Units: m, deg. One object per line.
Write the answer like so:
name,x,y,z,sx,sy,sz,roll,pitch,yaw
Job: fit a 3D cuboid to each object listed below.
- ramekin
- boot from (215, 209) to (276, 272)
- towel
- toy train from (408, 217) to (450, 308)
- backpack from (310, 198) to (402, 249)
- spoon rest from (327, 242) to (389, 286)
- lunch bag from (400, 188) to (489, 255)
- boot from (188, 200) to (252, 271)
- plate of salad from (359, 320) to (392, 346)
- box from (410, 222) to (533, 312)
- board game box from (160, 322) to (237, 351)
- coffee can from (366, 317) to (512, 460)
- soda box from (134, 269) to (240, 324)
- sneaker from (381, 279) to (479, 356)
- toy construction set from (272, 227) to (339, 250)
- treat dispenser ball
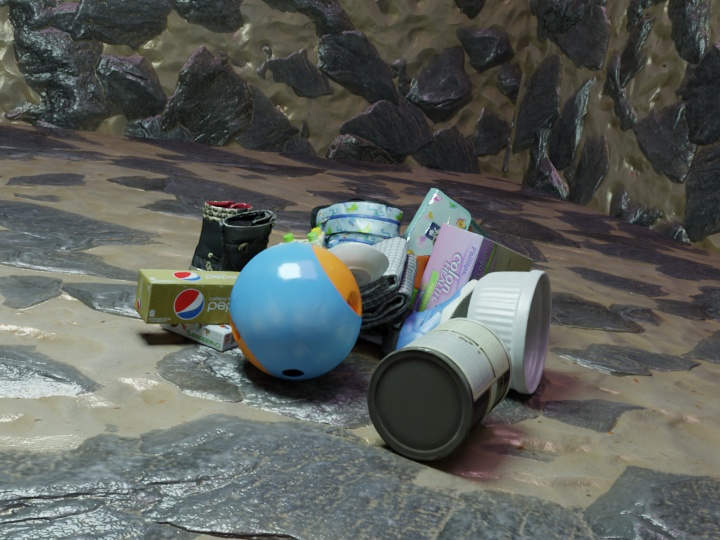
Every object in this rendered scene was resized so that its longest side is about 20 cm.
ramekin,0.244,0.096,1.442,0.104,0.204,0.200,7,12,24
boot,-0.185,-0.038,1.631,0.198,0.176,0.070,-9,47,-34
towel,0.002,0.040,1.505,0.198,0.086,0.166,-27,20,20
toy train,0.095,-0.022,1.668,0.114,0.203,0.084,18,-6,-21
backpack,0.005,-0.084,1.775,0.161,0.156,0.199,17,-25,-29
spoon rest,-0.040,0.003,1.407,0.199,0.061,0.099,-27,-44,36
lunch bag,0.165,-0.058,1.864,0.121,0.172,0.200,24,-13,42
boot,-0.235,-0.054,1.724,0.197,0.153,0.073,3,16,-28
plate of salad,0.061,0.097,1.585,0.197,0.049,0.200,11,14,-3
box,0.206,0.030,1.603,0.096,0.178,0.199,22,3,38
board game box,-0.223,0.078,1.464,0.125,0.035,0.199,18,17,23
coffee can,0.114,0.156,1.199,0.145,0.149,0.199,17,15,22
soda box,-0.249,0.041,1.378,0.198,0.069,0.064,1,18,-33
sneaker,0.115,0.079,1.466,0.110,0.201,0.077,25,-23,37
toy construction set,-0.119,-0.012,1.527,0.129,0.094,0.200,-9,9,21
treat dispenser ball,-0.096,0.060,1.294,0.198,0.204,0.201,10,14,-3
